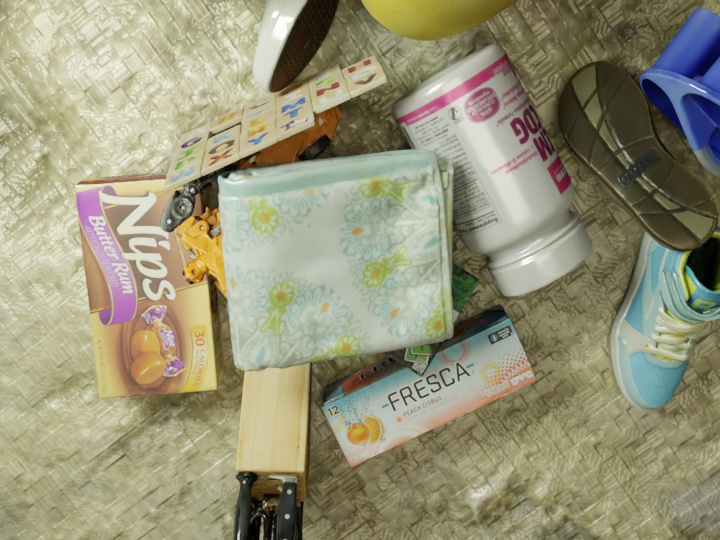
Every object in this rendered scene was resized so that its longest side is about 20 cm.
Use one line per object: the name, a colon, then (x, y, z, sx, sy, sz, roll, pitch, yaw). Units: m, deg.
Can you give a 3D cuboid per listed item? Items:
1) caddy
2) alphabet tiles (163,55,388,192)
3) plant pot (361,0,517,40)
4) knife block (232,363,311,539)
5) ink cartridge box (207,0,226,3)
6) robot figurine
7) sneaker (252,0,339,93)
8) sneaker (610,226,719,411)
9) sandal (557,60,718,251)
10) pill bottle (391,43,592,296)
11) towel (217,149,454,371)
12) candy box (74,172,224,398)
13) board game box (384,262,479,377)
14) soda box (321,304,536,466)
caddy: (0.328, -0.131, 0.851, 0.199, 0.141, 0.106, 32, 95, -33)
alphabet tiles: (-0.072, -0.133, 0.848, 0.197, 0.168, 0.008, -24, 112, 4)
plant pot: (0.064, -0.277, 0.819, 0.198, 0.202, 0.142, 28, 144, -6)
knife block: (-0.078, 0.161, 0.899, 0.063, 0.176, 0.204, 2, 101, -2)
ink cartridge box: (-0.105, -0.336, 0.809, 0.114, 0.067, 0.203, -11, 95, 19)
robot figurine: (-0.077, -0.055, 0.876, 0.199, 0.058, 0.146, -39, 95, -7)
sneaker: (-0.062, -0.262, 0.883, 0.084, 0.073, 0.202, 28, 102, 18)
sneaker: (0.288, 0.046, 0.902, 0.078, 0.131, 0.204, 6, 101, -3)
sandal: (0.246, -0.098, 0.888, 0.081, 0.055, 0.201, -36, 68, 5)
pill bottle: (0.121, -0.087, 0.885, 0.112, 0.113, 0.202, -29, 100, 5)
towel: (-0.015, -0.009, 0.831, 0.197, 0.048, 0.174, -7, 109, -12)
candy box: (-0.195, 0.012, 0.931, 0.115, 0.057, 0.204, -3, 102, -1)
board game box: (0.000, 0.000, 0.914, 0.198, 0.023, 0.106, 32, 80, 6)
soda box: (0.063, 0.109, 0.947, 0.198, 0.064, 0.069, -25, 100, 3)
